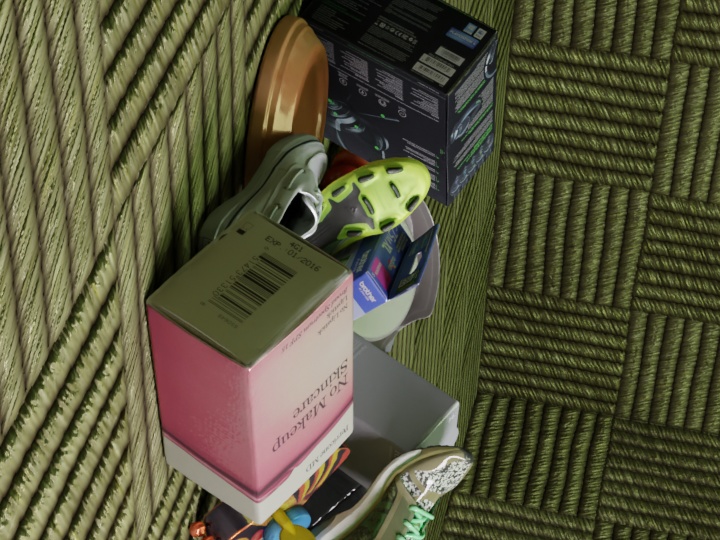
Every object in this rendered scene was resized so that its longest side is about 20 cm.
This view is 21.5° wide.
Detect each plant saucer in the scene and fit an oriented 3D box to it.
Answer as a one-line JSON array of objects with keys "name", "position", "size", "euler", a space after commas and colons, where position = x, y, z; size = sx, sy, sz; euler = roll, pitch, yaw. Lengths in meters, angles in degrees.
[{"name": "plant saucer", "position": [-0.064, -0.131, 1.737], "size": [0.200, 0.037, 0.202], "euler": [10, 90, -82]}]

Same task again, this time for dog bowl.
[{"name": "dog bowl", "position": [0.000, 0.000, 1.959], "size": [0.199, 0.058, 0.202], "euler": [-7, 99, -50]}]

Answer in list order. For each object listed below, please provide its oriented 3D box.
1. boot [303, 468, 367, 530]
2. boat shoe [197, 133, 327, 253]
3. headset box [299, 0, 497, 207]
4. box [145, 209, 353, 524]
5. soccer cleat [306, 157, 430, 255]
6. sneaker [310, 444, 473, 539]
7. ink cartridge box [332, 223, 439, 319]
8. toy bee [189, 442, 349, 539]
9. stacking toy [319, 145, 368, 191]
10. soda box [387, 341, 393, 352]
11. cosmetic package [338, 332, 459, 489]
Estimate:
[{"name": "boot", "position": [-0.034, 0.231, 1.965], "size": [0.205, 0.073, 0.154], "euler": [62, -4, 13]}, {"name": "boat shoe", "position": [-0.064, -0.049, 1.601], "size": [0.200, 0.066, 0.074], "euler": [-52, 151, -48]}, {"name": "headset box", "position": [0.040, -0.178, 1.851], "size": [0.093, 0.173, 0.201], "euler": [-50, 158, -24]}, {"name": "box", "position": [-0.082, 0.077, 1.484], "size": [0.128, 0.109, 0.201], "euler": [-43, 150, -31]}, {"name": "soccer cleat", "position": [-0.024, -0.049, 1.694], "size": [0.065, 0.199, 0.084], "euler": [51, 21, -16]}, {"name": "sneaker", "position": [0.035, 0.239, 1.713], "size": [0.077, 0.200, 0.089], "euler": [28, 24, -49]}, {"name": "ink cartridge box", "position": [-0.025, 0.017, 1.706], "size": [0.042, 0.199, 0.120], "euler": [55, 26, -16]}, {"name": "toy bee", "position": [-0.095, 0.224, 1.703], "size": [0.108, 0.130, 0.202], "euler": [5, 106, -57]}, {"name": "stacking toy", "position": [0.008, -0.131, 2.079], "size": [0.201, 0.085, 0.086], "euler": [-64, 162, -49]}, {"name": "soda box", "position": [0.031, 0.008, 2.414], "size": [0.201, 0.063, 0.069], "euler": [-71, 168, -46]}, {"name": "cosmetic package", "position": [-0.007, 0.128, 1.803], "size": [0.090, 0.199, 0.107], "euler": [-39, 149, -30]}]
